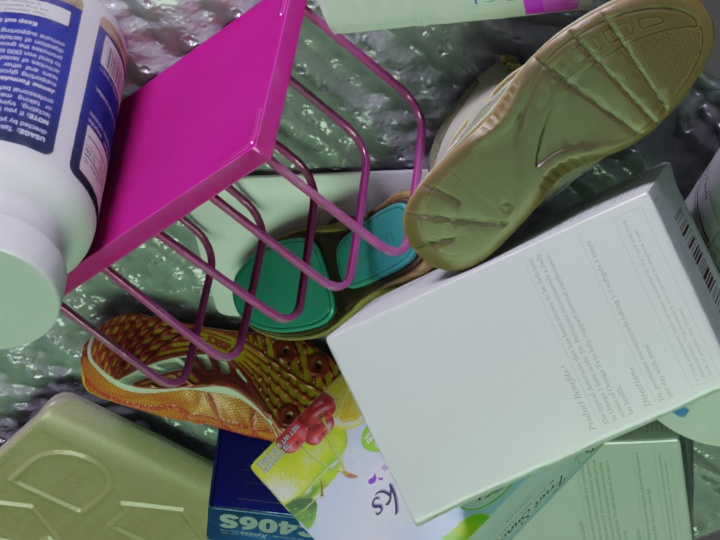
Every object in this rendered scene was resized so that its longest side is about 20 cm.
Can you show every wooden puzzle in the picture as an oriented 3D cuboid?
[{"bbox_3d":[-0.194,0.170,1.766,0.184,0.047,0.200,28,130,-25],"label":"wooden puzzle"}]

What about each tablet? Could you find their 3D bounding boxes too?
[{"bbox_3d":[-0.004,-0.016,1.546,0.198,0.014,0.131,-2,139,8],"label":"tablet"}]

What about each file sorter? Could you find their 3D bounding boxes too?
[{"bbox_3d":[-0.074,-0.040,1.420,0.125,0.140,0.199,38,130,-27],"label":"file sorter"}]

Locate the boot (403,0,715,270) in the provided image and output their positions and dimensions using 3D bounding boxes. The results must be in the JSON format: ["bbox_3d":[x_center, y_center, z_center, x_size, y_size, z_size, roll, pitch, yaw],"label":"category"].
[{"bbox_3d":[0.108,-0.094,1.348,0.200,0.155,0.072,-42,98,15],"label":"boot"}]

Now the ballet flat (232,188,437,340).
[{"bbox_3d":[0.000,0.000,1.495,0.063,0.069,0.199,-5,172,-40],"label":"ballet flat"}]

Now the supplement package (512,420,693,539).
[{"bbox_3d":[0.113,0.102,1.587,0.198,0.120,0.122,-3,139,10],"label":"supplement package"}]

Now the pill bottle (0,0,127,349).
[{"bbox_3d":[-0.199,-0.062,1.369,0.115,0.201,0.116,3,140,3],"label":"pill bottle"}]

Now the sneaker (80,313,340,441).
[{"bbox_3d":[-0.089,0.074,1.634,0.198,0.074,0.077,18,161,-8],"label":"sneaker"}]

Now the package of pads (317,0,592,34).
[{"bbox_3d":[0.036,-0.214,1.266,0.153,0.069,0.201,-4,138,11],"label":"package of pads"}]

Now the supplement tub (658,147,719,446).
[{"bbox_3d":[0.242,0.001,1.446,0.131,0.133,0.200,16,139,-12],"label":"supplement tub"}]

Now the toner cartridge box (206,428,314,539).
[{"bbox_3d":[-0.002,0.146,1.673,0.198,0.096,0.043,7,141,-1],"label":"toner cartridge box"}]

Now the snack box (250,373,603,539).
[{"bbox_3d":[0.052,0.100,1.482,0.200,0.142,0.053,-46,152,-1],"label":"snack box"}]

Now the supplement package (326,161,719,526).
[{"bbox_3d":[0.101,0.039,1.356,0.199,0.117,0.118,-25,95,16],"label":"supplement package"}]
